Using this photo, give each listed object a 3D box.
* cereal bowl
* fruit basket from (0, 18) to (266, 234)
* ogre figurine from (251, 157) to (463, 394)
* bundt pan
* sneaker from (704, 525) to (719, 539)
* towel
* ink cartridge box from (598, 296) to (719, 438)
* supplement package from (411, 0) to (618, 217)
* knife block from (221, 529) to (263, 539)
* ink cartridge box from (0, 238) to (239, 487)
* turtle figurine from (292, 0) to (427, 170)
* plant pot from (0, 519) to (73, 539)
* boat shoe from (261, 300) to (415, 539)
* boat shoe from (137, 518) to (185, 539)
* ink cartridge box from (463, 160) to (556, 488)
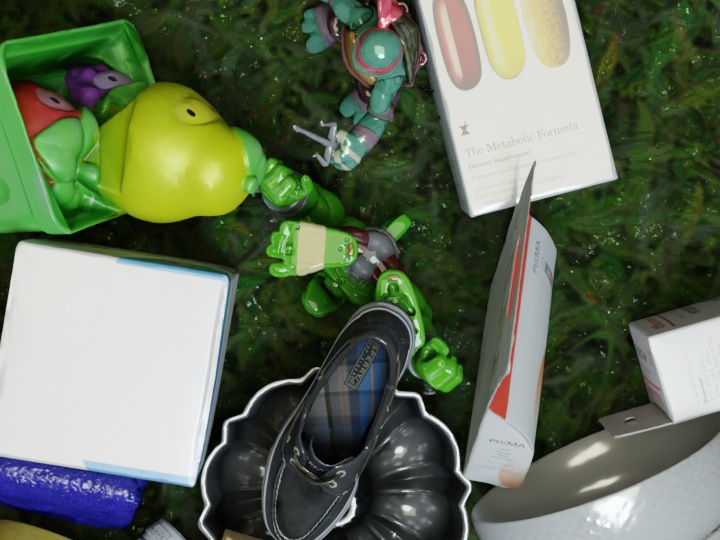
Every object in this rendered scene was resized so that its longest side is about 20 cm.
[{"bbox_3d":[0.184,0.174,1.595,0.199,0.200,0.084,-23,97,1],"label":"cereal bowl"},{"bbox_3d":[-0.170,-0.097,1.560,0.214,0.216,0.157,-18,94,1],"label":"fruit basket"},{"bbox_3d":[0.000,0.000,1.619,0.199,0.120,0.099,29,98,-1],"label":"ogre figurine"},{"bbox_3d":[-0.019,0.167,1.652,0.200,0.076,0.204,0,94,-1],"label":"bundt pan"},{"bbox_3d":[0.223,0.232,1.669,0.199,0.071,0.080,-33,121,-7],"label":"sneaker"},{"bbox_3d":[-0.254,0.152,1.614,0.198,0.148,0.050,9,85,-2],"label":"towel"},{"bbox_3d":[0.264,0.058,1.627,0.198,0.115,0.068,-17,93,0],"label":"ink cartridge box"},{"bbox_3d":[0.104,-0.151,1.613,0.113,0.110,0.202,-15,94,0],"label":"supplement package"},{"bbox_3d":[0.008,0.253,1.595,0.199,0.175,0.064,27,101,32],"label":"knife block"},{"bbox_3d":[-0.170,0.059,1.580,0.145,0.200,0.147,9,91,-1],"label":"ink cartridge box"},{"bbox_3d":[-0.004,-0.148,1.567,0.100,0.200,0.151,-11,94,0],"label":"turtle figurine"},{"bbox_3d":[-0.245,0.265,1.618,0.199,0.200,0.143,21,70,-2],"label":"plant pot"},{"bbox_3d":[-0.019,0.116,1.557,0.070,0.066,0.201,30,111,1],"label":"boat shoe"},{"bbox_3d":[-0.112,0.267,1.642,0.062,0.072,0.201,-40,115,-9],"label":"boat shoe"},{"bbox_3d":[0.115,0.041,1.558,0.050,0.200,0.163,11,64,-3],"label":"ink cartridge box"}]
